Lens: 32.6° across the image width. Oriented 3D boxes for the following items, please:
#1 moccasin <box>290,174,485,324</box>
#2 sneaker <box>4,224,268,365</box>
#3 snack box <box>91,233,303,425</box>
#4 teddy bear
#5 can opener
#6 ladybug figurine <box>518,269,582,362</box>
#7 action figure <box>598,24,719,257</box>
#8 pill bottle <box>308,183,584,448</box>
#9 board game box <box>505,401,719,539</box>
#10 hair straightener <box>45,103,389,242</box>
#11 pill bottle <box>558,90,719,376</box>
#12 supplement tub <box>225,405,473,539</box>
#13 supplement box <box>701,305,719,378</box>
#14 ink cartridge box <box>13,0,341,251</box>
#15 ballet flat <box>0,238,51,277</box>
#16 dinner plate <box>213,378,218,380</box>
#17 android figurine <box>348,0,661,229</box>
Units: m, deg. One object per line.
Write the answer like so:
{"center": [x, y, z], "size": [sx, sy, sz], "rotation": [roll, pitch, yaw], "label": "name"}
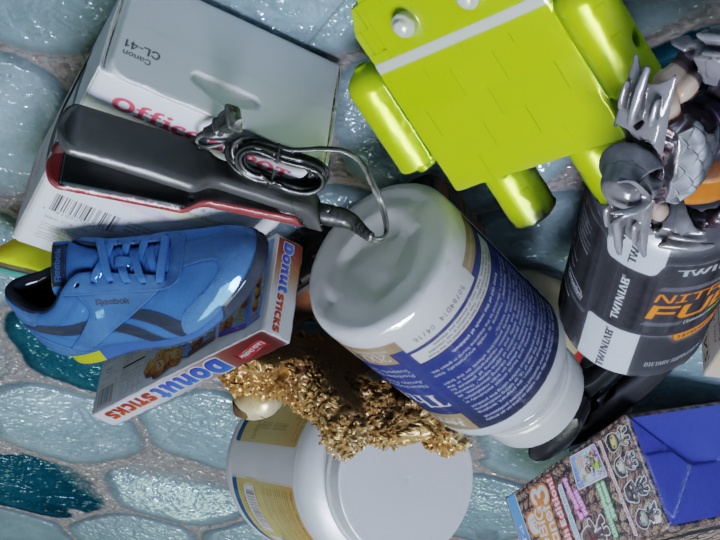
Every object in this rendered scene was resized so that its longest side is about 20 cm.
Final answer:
{"center": [0.000, -0.001, 0.894], "size": [0.201, 0.074, 0.078], "rotation": [-29, 125, 29], "label": "moccasin"}
{"center": [-0.148, 0.008, 0.782], "size": [0.199, 0.066, 0.078], "rotation": [-18, 137, 35], "label": "sneaker"}
{"center": [-0.114, 0.043, 0.826], "size": [0.024, 0.072, 0.200], "rotation": [30, 142, -32], "label": "snack box"}
{"center": [-0.015, 0.089, 0.872], "size": [0.199, 0.145, 0.067], "rotation": [8, 120, -38], "label": "teddy bear"}
{"center": [0.209, 0.089, 0.994], "size": [0.063, 0.079, 0.200], "rotation": [28, 132, -16], "label": "can opener"}
{"center": [0.107, 0.074, 0.978], "size": [0.135, 0.072, 0.200], "rotation": [11, 146, -6], "label": "ladybug figurine"}
{"center": [0.186, -0.080, 0.634], "size": [0.069, 0.200, 0.131], "rotation": [38, 145, 22], "label": "action figure"}
{"center": [0.065, 0.040, 0.807], "size": [0.111, 0.112, 0.200], "rotation": [-17, 141, 31], "label": "pill bottle"}
{"center": [0.251, 0.198, 1.067], "size": [0.159, 0.097, 0.200], "rotation": [-4, 153, -28], "label": "board game box"}
{"center": [-0.073, -0.055, 0.695], "size": [0.199, 0.041, 0.077], "rotation": [16, 145, -13], "label": "hair straightener"}
{"center": [0.190, -0.024, 0.786], "size": [0.105, 0.107, 0.200], "rotation": [5, 146, 4], "label": "pill bottle"}
{"center": [-0.012, 0.166, 1.024], "size": [0.144, 0.145, 0.200], "rotation": [25, 164, -25], "label": "supplement tub"}
{"center": [0.323, 0.005, 0.833], "size": [0.125, 0.074, 0.200], "rotation": [8, 147, -1], "label": "supplement box"}
{"center": [-0.120, -0.074, 0.788], "size": [0.147, 0.086, 0.200], "rotation": [21, 143, -20], "label": "ink cartridge box"}
{"center": [-0.172, -0.008, 0.910], "size": [0.199, 0.067, 0.067], "rotation": [15, -177, 3], "label": "ballet flat"}
{"center": [-0.118, 0.073, 0.996], "size": [0.199, 0.024, 0.200], "rotation": [9, 169, 2], "label": "dinner plate"}
{"center": [0.071, -0.113, 0.681], "size": [0.181, 0.041, 0.200], "rotation": [-13, 122, 42], "label": "android figurine"}
